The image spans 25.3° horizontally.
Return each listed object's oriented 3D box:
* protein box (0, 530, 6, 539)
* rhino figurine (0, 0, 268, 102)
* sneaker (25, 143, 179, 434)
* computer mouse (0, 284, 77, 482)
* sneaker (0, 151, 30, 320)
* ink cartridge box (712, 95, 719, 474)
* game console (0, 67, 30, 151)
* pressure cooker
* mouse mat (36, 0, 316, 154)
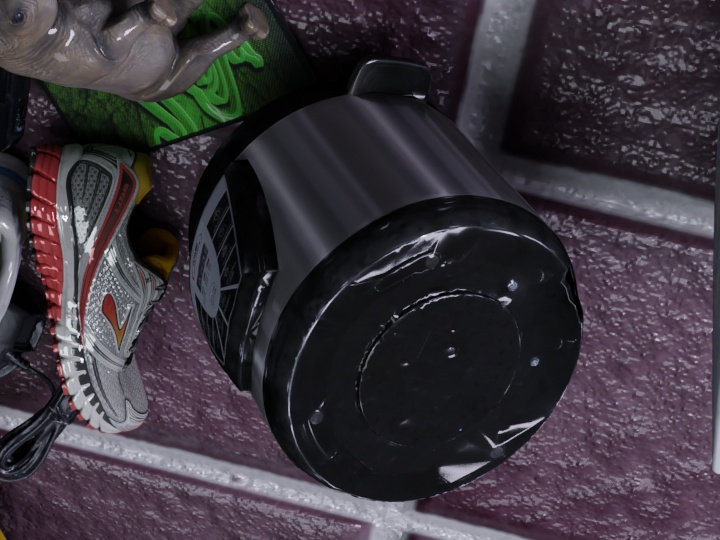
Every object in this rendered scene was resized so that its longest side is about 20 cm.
[{"bbox_3d":[-0.340,0.272,1.142,0.200,0.134,0.200,-38,80,36],"label":"protein box"},{"bbox_3d":[-0.134,-0.122,0.788,0.087,0.199,0.060,-31,76,26],"label":"rhino figurine"},{"bbox_3d":[-0.147,0.016,0.960,0.081,0.078,0.202,-6,126,-4],"label":"sneaker"},{"bbox_3d":[-0.264,0.051,1.036,0.199,0.046,0.141,32,108,-23],"label":"computer mouse"},{"bbox_3d":[-0.249,0.031,0.953,0.074,0.087,0.201,16,113,-20],"label":"sneaker"},{"bbox_3d":[0.239,-0.021,0.752,0.143,0.201,0.146,2,131,10],"label":"ink cartridge box"},{"bbox_3d":[-0.258,-0.162,0.808,0.176,0.116,0.201,41,138,21],"label":"game console"},{"bbox_3d":[0.002,0.001,0.839,0.175,0.200,0.179,-35,129,1],"label":"pressure cooker"},{"bbox_3d":[-0.132,-0.153,0.868,0.160,0.008,0.201,-15,125,26],"label":"mouse mat"}]
